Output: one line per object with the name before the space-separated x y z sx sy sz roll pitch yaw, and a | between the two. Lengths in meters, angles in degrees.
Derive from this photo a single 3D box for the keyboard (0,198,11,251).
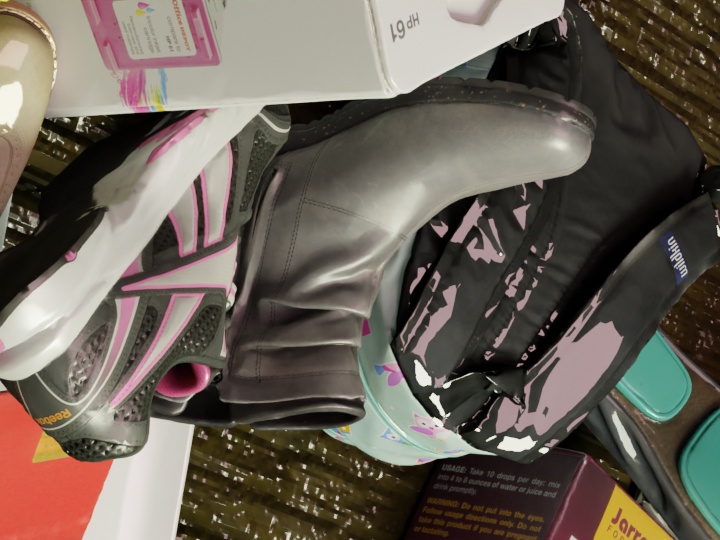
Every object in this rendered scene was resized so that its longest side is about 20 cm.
keyboard | -0.176 -0.073 1.090 0.200 0.011 0.056 52 44 -53

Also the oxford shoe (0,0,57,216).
oxford shoe | -0.164 -0.004 1.051 0.071 0.074 0.200 31 92 -29

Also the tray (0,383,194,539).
tray | -0.147 0.072 1.170 0.200 0.022 0.107 14 85 -46

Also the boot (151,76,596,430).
boot | 0.000 0.000 1.183 0.070 0.200 0.132 38 48 -58

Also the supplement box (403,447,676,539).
supplement box | 0.062 0.189 1.351 0.110 0.086 0.200 43 64 -39

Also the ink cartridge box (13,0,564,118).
ink cartridge box | -0.044 -0.115 1.111 0.145 0.200 0.085 -33 117 -55

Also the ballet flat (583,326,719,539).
ballet flat | 0.143 0.078 1.397 0.200 0.073 0.073 49 55 -2

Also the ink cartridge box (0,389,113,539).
ink cartridge box | -0.168 0.128 1.080 0.200 0.045 0.176 -7 131 -45

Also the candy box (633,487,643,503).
candy box | 0.220 0.144 1.428 0.061 0.200 0.136 32 73 -45

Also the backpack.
backpack | 0.053 -0.007 1.294 0.167 0.127 0.200 40 62 -25

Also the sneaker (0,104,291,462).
sneaker | -0.079 0.002 1.106 0.086 0.080 0.200 59 41 -17
